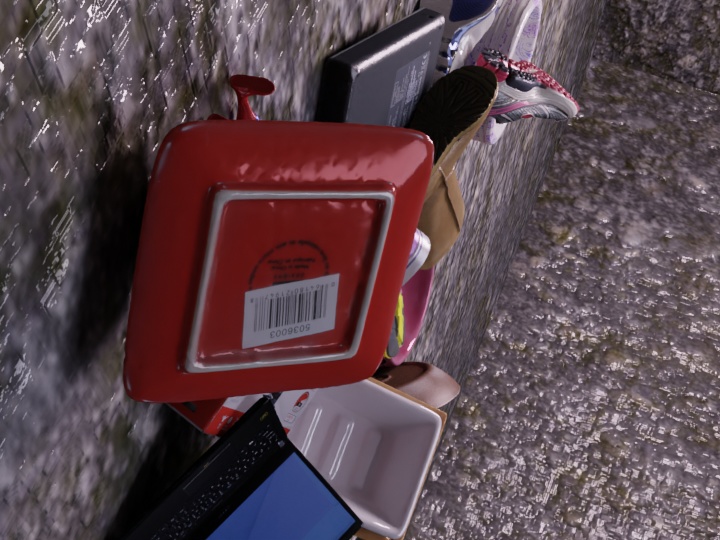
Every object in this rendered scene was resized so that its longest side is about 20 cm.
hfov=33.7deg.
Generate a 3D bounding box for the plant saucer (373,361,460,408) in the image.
[{"bbox_3d":[0.020,0.148,1.443,0.200,0.199,0.037,-35,112,-70],"label":"plant saucer"}]

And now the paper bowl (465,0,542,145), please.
[{"bbox_3d":[0.157,-0.273,1.551,0.201,0.104,0.202,19,90,-79],"label":"paper bowl"}]

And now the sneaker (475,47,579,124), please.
[{"bbox_3d":[0.187,-0.209,1.426,0.199,0.081,0.075,8,124,-48],"label":"sneaker"}]

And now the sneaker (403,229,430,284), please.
[{"bbox_3d":[-0.031,0.012,1.261,0.201,0.114,0.073,-52,-144,12],"label":"sneaker"}]

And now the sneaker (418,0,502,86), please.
[{"bbox_3d":[0.087,-0.242,1.372,0.200,0.080,0.115,-58,167,-24],"label":"sneaker"}]

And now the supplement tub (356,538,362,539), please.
[{"bbox_3d":[-0.063,0.364,1.486,0.122,0.122,0.201,-33,141,-71],"label":"supplement tub"}]

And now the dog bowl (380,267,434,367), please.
[{"bbox_3d":[0.032,0.030,1.472,0.200,0.073,0.201,14,90,-72],"label":"dog bowl"}]

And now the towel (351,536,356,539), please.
[{"bbox_3d":[-0.042,0.215,1.330,0.034,0.132,0.201,61,49,-69],"label":"towel"}]

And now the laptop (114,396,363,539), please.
[{"bbox_3d":[-0.099,0.227,1.023,0.177,0.103,0.200,-44,162,-14],"label":"laptop"}]

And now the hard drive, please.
[{"bbox_3d":[0.018,-0.169,1.180,0.200,0.033,0.140,-41,149,-52],"label":"hard drive"}]

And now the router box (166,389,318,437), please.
[{"bbox_3d":[-0.069,0.063,1.033,0.180,0.049,0.200,-55,162,-3],"label":"router box"}]

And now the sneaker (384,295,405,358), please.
[{"bbox_3d":[0.000,0.000,1.348,0.074,0.084,0.201,23,64,-69],"label":"sneaker"}]

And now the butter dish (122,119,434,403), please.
[{"bbox_3d":[-0.076,-0.027,0.810,0.199,0.148,0.200,-3,119,-31],"label":"butter dish"}]

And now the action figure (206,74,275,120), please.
[{"bbox_3d":[-0.079,-0.071,0.937,0.200,0.051,0.066,89,19,-64],"label":"action figure"}]

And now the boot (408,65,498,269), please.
[{"bbox_3d":[0.093,-0.111,1.313,0.175,0.066,0.200,-49,157,-11],"label":"boot"}]

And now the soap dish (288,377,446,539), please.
[{"bbox_3d":[-0.025,0.185,1.245,0.081,0.199,0.158,-22,-136,67],"label":"soap dish"}]
